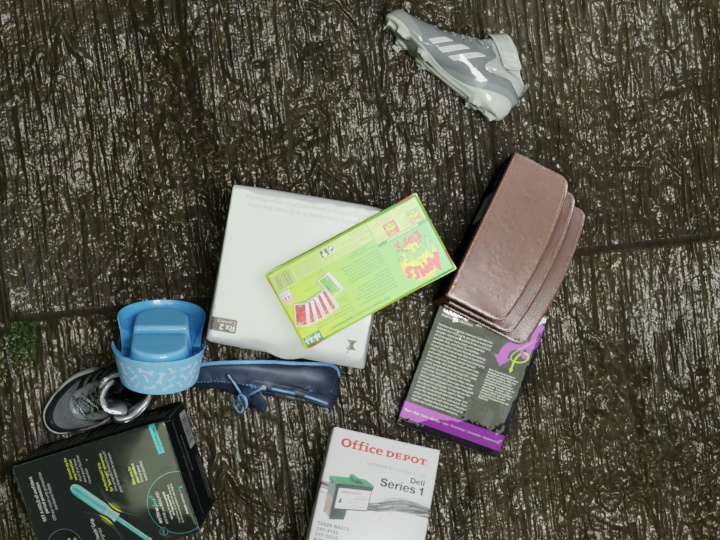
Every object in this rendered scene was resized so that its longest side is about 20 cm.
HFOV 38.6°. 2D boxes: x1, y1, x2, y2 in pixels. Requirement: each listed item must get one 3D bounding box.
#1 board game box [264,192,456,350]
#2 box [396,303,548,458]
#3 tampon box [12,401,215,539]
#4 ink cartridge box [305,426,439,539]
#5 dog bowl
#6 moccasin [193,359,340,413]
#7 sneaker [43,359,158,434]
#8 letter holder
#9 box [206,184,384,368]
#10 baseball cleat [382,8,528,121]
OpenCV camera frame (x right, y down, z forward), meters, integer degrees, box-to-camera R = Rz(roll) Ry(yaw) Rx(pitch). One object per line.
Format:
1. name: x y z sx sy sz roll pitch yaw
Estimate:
1. board game box: 0.000 0.000 1.210 0.200 0.048 0.102 -28 94 1
2. box: 0.147 0.129 1.353 0.143 0.036 0.200 20 95 -1
3. tampon box: -0.311 0.276 1.319 0.200 0.126 0.150 -17 93 2
4. ink cartridge box: 0.010 0.313 1.300 0.146 0.084 0.200 12 66 -1
5. dog bowl: -0.249 0.094 1.279 0.111 0.200 0.050 0 109 -9
6. moccasin: -0.127 0.151 1.331 0.200 0.080 0.068 1 82 2
7. sneaker: -0.330 0.162 1.314 0.200 0.114 0.076 -26 97 7
8. letter holder: 0.202 -0.021 1.292 0.142 0.101 0.200 27 82 -2
9. box: -0.075 0.005 1.299 0.199 0.131 0.200 10 94 -1
10. baseball cleat: 0.128 -0.283 1.319 0.200 0.070 0.106 41 86 -11
